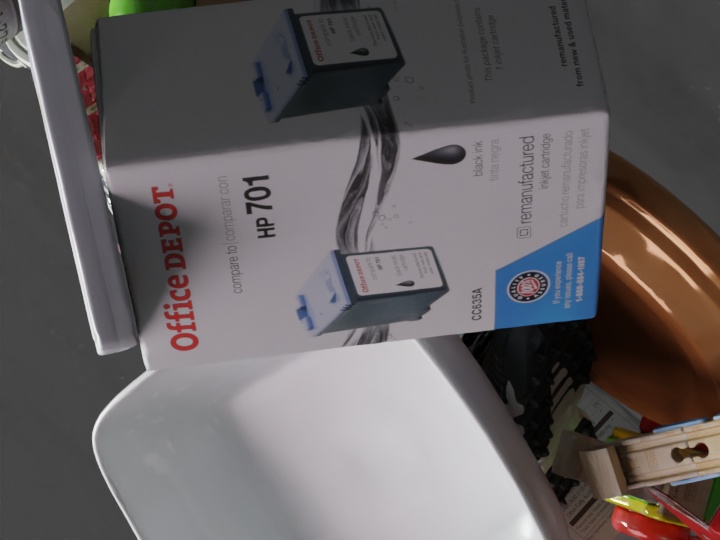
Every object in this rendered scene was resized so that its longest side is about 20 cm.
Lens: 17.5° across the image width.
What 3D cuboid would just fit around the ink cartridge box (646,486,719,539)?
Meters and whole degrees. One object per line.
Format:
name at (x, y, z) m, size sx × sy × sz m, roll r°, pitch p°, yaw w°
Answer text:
ink cartridge box at (0.239, 0.135, 1.057) m, size 0.200 × 0.067 × 0.116 m, roll 29°, pitch 172°, yaw 40°

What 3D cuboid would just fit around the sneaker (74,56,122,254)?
sneaker at (-0.112, -0.044, 1.261) m, size 0.075 × 0.080 × 0.201 m, roll -24°, pitch 85°, yaw 66°

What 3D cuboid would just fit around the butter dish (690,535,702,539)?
butter dish at (0.252, 0.255, 1.255) m, size 0.199 × 0.148 × 0.201 m, roll 30°, pitch 117°, yaw 39°

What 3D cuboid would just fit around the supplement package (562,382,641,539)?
supplement package at (0.090, 0.159, 1.352) m, size 0.111 × 0.156 × 0.200 m, roll 39°, pitch 164°, yaw 16°

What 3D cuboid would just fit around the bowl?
bowl at (-0.005, 0.103, 1.120) m, size 0.199 × 0.075 × 0.200 m, roll -33°, pitch 91°, yaw 30°

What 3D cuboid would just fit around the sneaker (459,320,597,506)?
sneaker at (0.068, 0.057, 1.174) m, size 0.090 × 0.067 × 0.200 m, roll 30°, pitch 162°, yaw 19°

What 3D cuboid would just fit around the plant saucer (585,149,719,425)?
plant saucer at (0.123, 0.011, 1.121) m, size 0.200 × 0.037 × 0.200 m, roll 39°, pitch 163°, yaw 14°

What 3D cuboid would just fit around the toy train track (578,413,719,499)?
toy train track at (0.172, 0.074, 1.005) m, size 0.200 × 0.032 × 0.115 m, roll -17°, pitch 93°, yaw 42°

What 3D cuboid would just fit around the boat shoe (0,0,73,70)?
boat shoe at (-0.190, -0.150, 1.404) m, size 0.200 × 0.074 × 0.060 m, roll 32°, pitch 161°, yaw 44°

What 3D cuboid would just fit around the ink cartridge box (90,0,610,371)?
ink cartridge box at (-0.003, -0.040, 0.969) m, size 0.147 × 0.199 × 0.086 m, roll 85°, pitch 176°, yaw -54°

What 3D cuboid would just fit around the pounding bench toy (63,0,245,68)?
pounding bench toy at (-0.074, -0.111, 1.128) m, size 0.200 × 0.124 × 0.156 m, roll 35°, pitch 162°, yaw 29°

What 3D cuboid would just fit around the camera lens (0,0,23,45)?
camera lens at (-0.168, -0.195, 1.008) m, size 0.160 × 0.200 × 0.160 m, roll 40°, pitch 164°, yaw 14°

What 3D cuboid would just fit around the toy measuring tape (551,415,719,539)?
toy measuring tape at (0.134, 0.101, 1.183) m, size 0.073 × 0.074 × 0.200 m, roll 30°, pitch -172°, yaw 38°

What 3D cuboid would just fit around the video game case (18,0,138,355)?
video game case at (-0.120, -0.035, 0.995) m, size 0.200 × 0.018 × 0.144 m, roll 160°, pitch 97°, yaw -83°

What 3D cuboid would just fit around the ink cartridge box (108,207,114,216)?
ink cartridge box at (-0.112, -0.042, 1.395) m, size 0.115 × 0.068 × 0.200 m, roll 56°, pitch 177°, yaw -38°
